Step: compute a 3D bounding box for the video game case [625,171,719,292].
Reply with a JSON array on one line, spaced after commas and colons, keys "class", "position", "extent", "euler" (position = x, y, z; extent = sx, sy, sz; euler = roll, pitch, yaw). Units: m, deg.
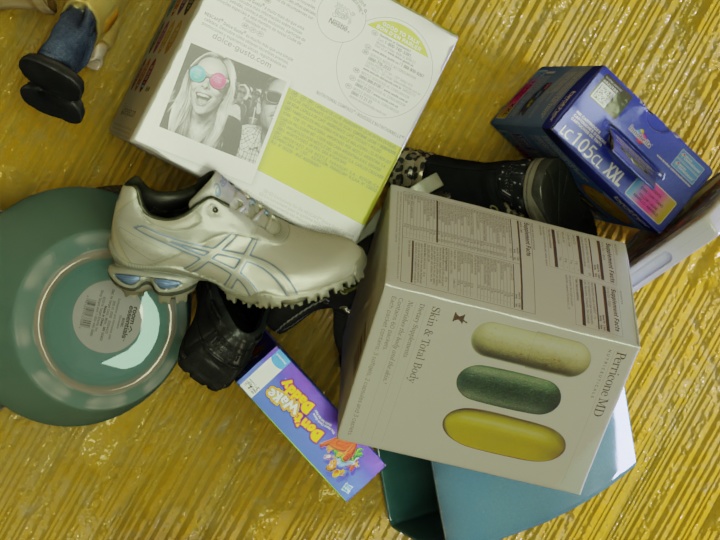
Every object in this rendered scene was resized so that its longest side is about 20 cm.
[{"class": "video game case", "position": [0.267, -0.034, 1.730], "extent": [0.023, 0.182, 0.200], "euler": [51, 40, -1]}]

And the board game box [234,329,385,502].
[{"class": "board game box", "position": [-0.057, 0.106, 1.701], "extent": [0.045, 0.200, 0.135], "euler": [-42, 103, -3]}]

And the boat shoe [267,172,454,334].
[{"class": "boat shoe", "position": [0.000, 0.000, 1.705], "extent": [0.201, 0.072, 0.061], "euler": [-37, 89, 21]}]

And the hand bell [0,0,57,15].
[{"class": "hand bell", "position": [-0.359, -0.215, 1.668], "extent": [0.199, 0.104, 0.104], "euler": [-25, 101, 4]}]

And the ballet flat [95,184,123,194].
[{"class": "ballet flat", "position": [-0.151, -0.025, 1.744], "extent": [0.199, 0.046, 0.068], "euler": [18, 91, -14]}]

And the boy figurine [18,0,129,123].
[{"class": "boy figurine", "position": [-0.211, -0.214, 1.680], "extent": [0.064, 0.124, 0.200], "euler": [24, 58, 7]}]

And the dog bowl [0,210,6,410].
[{"class": "dog bowl", "position": [-0.354, 0.030, 1.697], "extent": [0.199, 0.059, 0.201], "euler": [-2, 97, -14]}]

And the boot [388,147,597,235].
[{"class": "boot", "position": [0.119, -0.039, 1.789], "extent": [0.153, 0.204, 0.074], "euler": [9, 62, 24]}]

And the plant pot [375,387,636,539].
[{"class": "plant pot", "position": [0.129, 0.144, 1.784], "extent": [0.199, 0.141, 0.142], "euler": [-13, 99, -18]}]

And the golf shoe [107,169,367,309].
[{"class": "golf shoe", "position": [-0.093, -0.027, 1.557], "extent": [0.199, 0.078, 0.098], "euler": [1, 117, -2]}]

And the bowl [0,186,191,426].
[{"class": "bowl", "position": [-0.218, 0.036, 1.652], "extent": [0.200, 0.105, 0.202], "euler": [-3, 98, -21]}]

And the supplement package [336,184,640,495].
[{"class": "supplement package", "position": [0.097, 0.054, 1.609], "extent": [0.199, 0.151, 0.152], "euler": [14, 122, -6]}]

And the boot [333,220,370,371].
[{"class": "boot", "position": [0.060, 0.017, 1.755], "extent": [0.199, 0.070, 0.132], "euler": [-10, 103, 10]}]

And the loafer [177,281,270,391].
[{"class": "loafer", "position": [-0.097, 0.019, 1.643], "extent": [0.068, 0.201, 0.070], "euler": [36, 118, -15]}]

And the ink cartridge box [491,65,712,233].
[{"class": "ink cartridge box", "position": [0.207, -0.105, 1.739], "extent": [0.136, 0.200, 0.076], "euler": [42, 84, -14]}]

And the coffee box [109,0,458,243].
[{"class": "coffee box", "position": [-0.068, -0.153, 1.670], "extent": [0.199, 0.200, 0.198], "euler": [27, 90, -14]}]
